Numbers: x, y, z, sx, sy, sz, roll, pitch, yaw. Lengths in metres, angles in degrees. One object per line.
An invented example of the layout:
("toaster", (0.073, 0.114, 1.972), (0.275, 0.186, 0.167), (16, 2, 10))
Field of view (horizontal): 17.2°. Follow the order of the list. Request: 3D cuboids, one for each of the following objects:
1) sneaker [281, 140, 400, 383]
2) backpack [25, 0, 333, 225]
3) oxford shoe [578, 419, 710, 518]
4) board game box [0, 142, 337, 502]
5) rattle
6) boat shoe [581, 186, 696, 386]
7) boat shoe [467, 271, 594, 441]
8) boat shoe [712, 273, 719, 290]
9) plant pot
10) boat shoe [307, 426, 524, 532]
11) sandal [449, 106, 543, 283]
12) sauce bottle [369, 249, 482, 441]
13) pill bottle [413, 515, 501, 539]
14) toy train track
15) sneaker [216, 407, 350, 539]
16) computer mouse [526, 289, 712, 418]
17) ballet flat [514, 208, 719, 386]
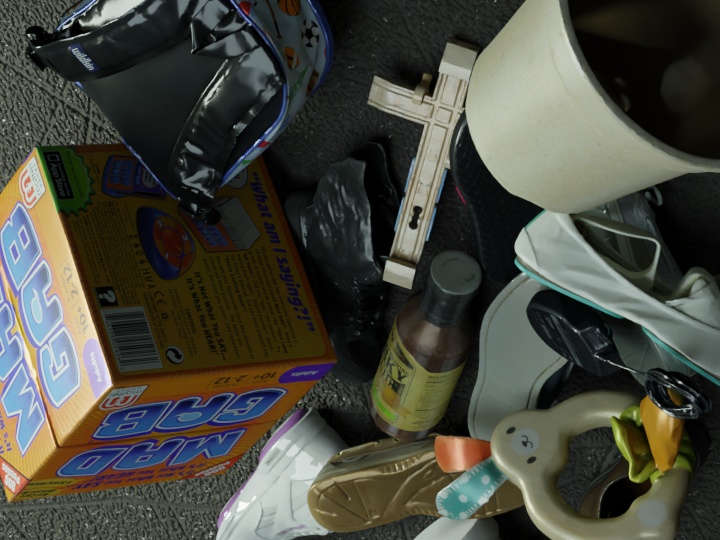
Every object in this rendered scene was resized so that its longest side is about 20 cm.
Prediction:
("sneaker", (0.002, -0.001, 1.840), (0.104, 0.060, 0.201), (-1, 116, 40))
("backpack", (-0.110, -0.163, 1.731), (0.200, 0.154, 0.190), (45, 145, -12))
("oxford shoe", (0.198, 0.196, 1.838), (0.072, 0.085, 0.201), (29, 136, 11))
("board game box", (-0.174, 0.037, 1.840), (0.200, 0.199, 0.201), (-46, 57, 47))
("rattle", (0.135, 0.130, 1.716), (0.198, 0.131, 0.143), (12, 174, 16))
("boat shoe", (0.196, -0.011, 1.702), (0.074, 0.065, 0.203), (2, 121, 62))
("boat shoe", (0.132, 0.059, 1.794), (0.074, 0.062, 0.201), (23, 134, 17))
("boat shoe", (0.308, 0.008, 1.629), (0.199, 0.071, 0.070), (-19, 113, 50))
("plant pot", (0.166, -0.127, 1.550), (0.201, 0.201, 0.183), (47, 147, -5))
("boat shoe", (0.056, 0.157, 1.916), (0.198, 0.069, 0.074), (-8, 118, 13))
("sandal", (0.097, -0.069, 1.710), (0.201, 0.075, 0.045), (81, 168, -50))
("sauce bottle", (0.053, 0.055, 1.825), (0.064, 0.065, 0.201), (31, 144, 11))
("pill bottle", (0.120, 0.297, 1.947), (0.116, 0.116, 0.200), (-27, 105, 45))
("toy train track", (0.048, -0.072, 1.739), (0.114, 0.033, 0.201), (18, 120, 6))
("sneaker", (-0.059, 0.206, 2.033), (0.099, 0.075, 0.200), (38, 136, 5))
("computer mouse", (0.181, 0.054, 1.645), (0.200, 0.034, 0.059), (31, 156, 52))
("ballet flat", (0.201, 0.014, 1.632), (0.199, 0.070, 0.070), (30, 136, -3))
